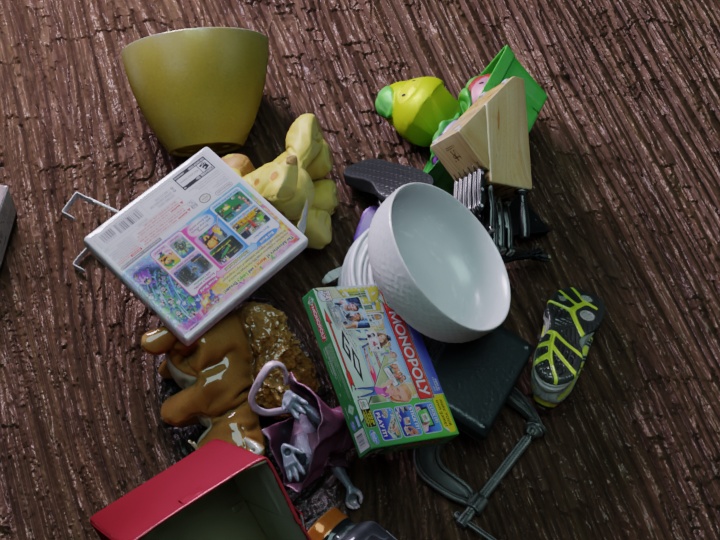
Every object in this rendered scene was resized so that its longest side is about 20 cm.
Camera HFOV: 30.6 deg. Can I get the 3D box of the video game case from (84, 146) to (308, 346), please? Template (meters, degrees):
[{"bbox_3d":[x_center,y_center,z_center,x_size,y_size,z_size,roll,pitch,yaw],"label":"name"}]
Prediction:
[{"bbox_3d":[-0.195,-0.033,1.569,0.182,0.024,0.200,42,64,14],"label":"video game case"}]

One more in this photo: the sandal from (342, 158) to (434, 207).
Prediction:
[{"bbox_3d":[0.043,-0.107,1.740,0.075,0.048,0.200,-23,23,-16],"label":"sandal"}]

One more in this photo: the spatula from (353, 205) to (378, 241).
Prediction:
[{"bbox_3d":[0.000,0.000,1.734,0.056,0.021,0.200,20,61,6],"label":"spatula"}]

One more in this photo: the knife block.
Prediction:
[{"bbox_3d":[0.182,-0.126,1.684,0.176,0.064,0.200,52,54,-11],"label":"knife block"}]

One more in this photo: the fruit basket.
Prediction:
[{"bbox_3d":[0.126,-0.215,1.811,0.215,0.156,0.216,8,66,-18],"label":"fruit basket"}]

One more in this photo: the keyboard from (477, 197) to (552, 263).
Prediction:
[{"bbox_3d":[0.178,-0.049,1.727,0.200,0.021,0.127,-7,49,-42],"label":"keyboard"}]

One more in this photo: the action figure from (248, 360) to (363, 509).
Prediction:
[{"bbox_3d":[-0.039,0.192,1.546,0.149,0.200,0.134,40,108,23],"label":"action figure"}]

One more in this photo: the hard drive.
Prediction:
[{"bbox_3d":[0.098,0.098,1.603,0.200,0.033,0.140,32,63,2],"label":"hard drive"}]

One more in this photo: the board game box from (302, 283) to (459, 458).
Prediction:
[{"bbox_3d":[0.023,0.110,1.515,0.134,0.029,0.200,-4,64,-39],"label":"board game box"}]

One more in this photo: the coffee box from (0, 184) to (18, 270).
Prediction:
[{"bbox_3d":[-0.519,-0.014,1.666,0.113,0.080,0.200,8,59,2],"label":"coffee box"}]

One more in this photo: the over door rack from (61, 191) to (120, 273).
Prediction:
[{"bbox_3d":[-0.267,-0.037,1.661,0.199,0.148,0.067,14,60,3],"label":"over door rack"}]

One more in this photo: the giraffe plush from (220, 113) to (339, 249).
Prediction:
[{"bbox_3d":[-0.131,-0.099,1.707,0.162,0.173,0.200,-4,26,16],"label":"giraffe plush"}]

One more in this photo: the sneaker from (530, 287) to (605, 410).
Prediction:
[{"bbox_3d":[0.255,0.095,1.674,0.075,0.077,0.200,24,42,13],"label":"sneaker"}]

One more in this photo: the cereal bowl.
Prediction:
[{"bbox_3d":[0.082,0.000,1.558,0.200,0.083,0.201,28,44,-31],"label":"cereal bowl"}]

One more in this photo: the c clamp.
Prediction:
[{"bbox_3d":[0.158,0.229,1.613,0.171,0.027,0.200,28,63,18],"label":"c clamp"}]

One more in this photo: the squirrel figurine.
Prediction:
[{"bbox_3d":[-0.142,0.146,1.573,0.200,0.142,0.187,-22,70,-14],"label":"squirrel figurine"}]

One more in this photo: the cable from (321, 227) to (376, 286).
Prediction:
[{"bbox_3d":[0.072,0.020,1.688,0.200,0.069,0.200,41,63,8],"label":"cable"}]

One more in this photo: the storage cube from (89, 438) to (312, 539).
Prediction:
[{"bbox_3d":[-0.164,0.304,1.414,0.200,0.180,0.171,-32,102,-20],"label":"storage cube"}]

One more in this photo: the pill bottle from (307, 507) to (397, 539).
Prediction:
[{"bbox_3d":[0.022,0.356,1.476,0.200,0.106,0.106,38,64,17],"label":"pill bottle"}]

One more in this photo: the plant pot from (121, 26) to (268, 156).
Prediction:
[{"bbox_3d":[-0.215,-0.232,1.775,0.199,0.200,0.142,-7,86,-9],"label":"plant pot"}]
